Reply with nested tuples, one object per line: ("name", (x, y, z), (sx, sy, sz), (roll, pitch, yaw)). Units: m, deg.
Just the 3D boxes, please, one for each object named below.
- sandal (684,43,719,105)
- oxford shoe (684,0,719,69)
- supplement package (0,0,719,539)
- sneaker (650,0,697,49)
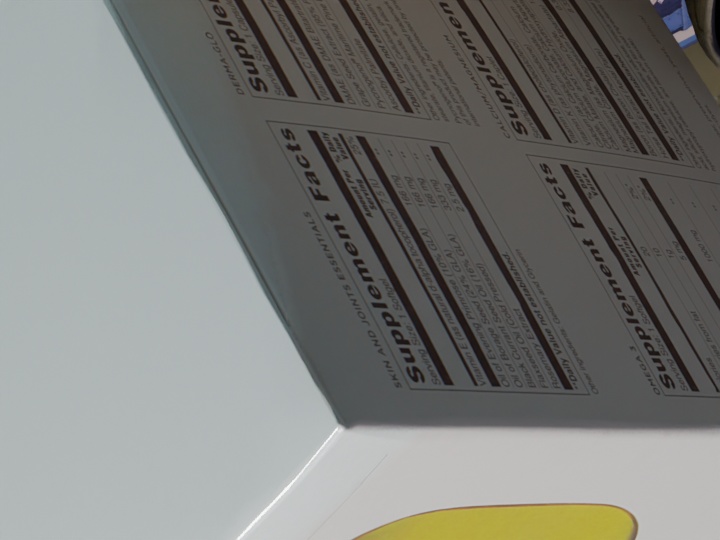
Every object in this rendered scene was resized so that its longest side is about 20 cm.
("sandal", (0.129, -0.092, 0.827), (0.211, 0.078, 0.070), (-25, 168, 12))
("oxford shoe", (0.138, -0.124, 0.644), (0.200, 0.071, 0.074), (-62, -178, 28))
("supplement package", (-0.015, 0.021, 0.623), (0.200, 0.151, 0.152), (5, 137, -49))
("sneaker", (0.021, -0.056, 0.767), (0.200, 0.074, 0.082), (-44, 158, 25))
